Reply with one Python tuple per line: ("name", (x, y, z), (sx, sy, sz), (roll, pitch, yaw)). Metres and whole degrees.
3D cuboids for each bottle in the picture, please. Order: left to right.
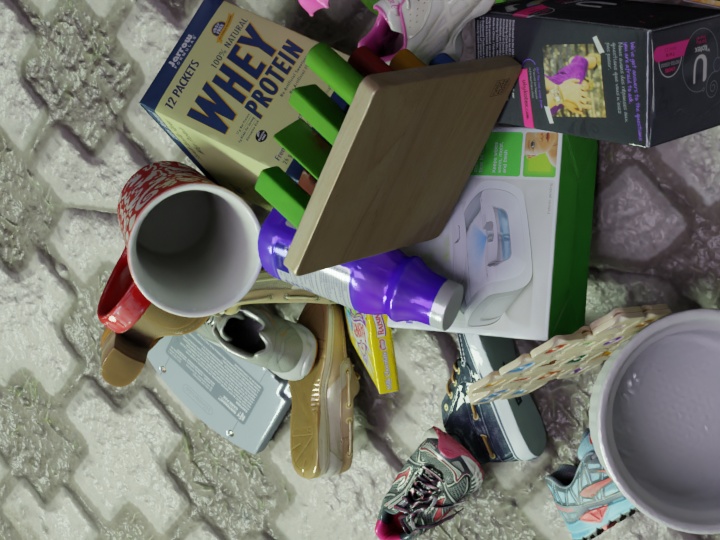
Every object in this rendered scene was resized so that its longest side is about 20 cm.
("bottle", (0.000, 0.000, 1.449), (0.199, 0.065, 0.084), (21, 152, 20))

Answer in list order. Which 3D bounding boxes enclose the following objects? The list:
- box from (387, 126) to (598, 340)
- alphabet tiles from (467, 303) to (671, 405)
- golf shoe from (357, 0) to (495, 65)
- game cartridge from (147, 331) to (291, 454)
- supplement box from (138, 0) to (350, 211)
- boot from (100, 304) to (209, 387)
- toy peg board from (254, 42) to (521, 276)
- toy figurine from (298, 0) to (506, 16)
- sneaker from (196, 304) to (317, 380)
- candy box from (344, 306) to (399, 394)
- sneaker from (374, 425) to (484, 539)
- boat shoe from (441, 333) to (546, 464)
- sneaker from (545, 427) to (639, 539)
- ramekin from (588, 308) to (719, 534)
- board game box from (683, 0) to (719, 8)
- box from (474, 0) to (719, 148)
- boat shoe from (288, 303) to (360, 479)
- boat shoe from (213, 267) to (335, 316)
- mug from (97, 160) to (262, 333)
("box", (0.129, -0.036, 1.481), (0.176, 0.097, 0.201), (5, 89, 30))
("alphabet tiles", (0.198, 0.080, 1.454), (0.200, 0.195, 0.015), (-34, 71, 38))
("golf shoe", (0.067, -0.248, 1.354), (0.075, 0.091, 0.201), (56, 131, 40))
("game cartridge", (-0.169, 0.118, 1.812), (0.200, 0.040, 0.134), (42, 121, 15))
("supplement box", (-0.077, -0.144, 1.532), (0.199, 0.200, 0.135), (27, 79, 24))
("boot", (-0.224, 0.028, 1.737), (0.076, 0.156, 0.200), (31, 114, -18))
("toy peg board", (0.014, -0.118, 1.352), (0.098, 0.199, 0.201), (44, 128, 26))
("toy figurine", (0.020, -0.286, 1.446), (0.199, 0.184, 0.151), (25, 119, 24))
("sneaker", (-0.141, 0.057, 1.695), (0.199, 0.092, 0.076), (21, 89, 40))
("candy box", (0.007, 0.050, 1.589), (0.026, 0.200, 0.103), (-12, 104, -6))
("sneaker", (0.072, 0.239, 1.629), (0.081, 0.075, 0.200), (41, 147, 15))
("boat shoe", (0.117, 0.113, 1.592), (0.091, 0.071, 0.201), (-15, 100, 33))
("sneaker", (0.259, 0.195, 1.523), (0.200, 0.079, 0.096), (-42, 80, 36))
("ramekin", (0.306, 0.137, 1.405), (0.199, 0.098, 0.202), (0, 87, -4))
("board game box", (0.282, -0.318, 1.342), (0.199, 0.046, 0.152), (19, 116, 28))
("box", (0.213, -0.184, 1.367), (0.199, 0.122, 0.107), (16, 116, 43))
("boat shoe", (-0.036, 0.132, 1.704), (0.074, 0.069, 0.201), (0, 85, 52))
("boat shoe", (-0.117, 0.024, 1.632), (0.073, 0.200, 0.063), (-162, 62, -66))
("mug", (-0.204, -0.036, 1.554), (0.200, 0.177, 0.134), (-137, 28, -68))
